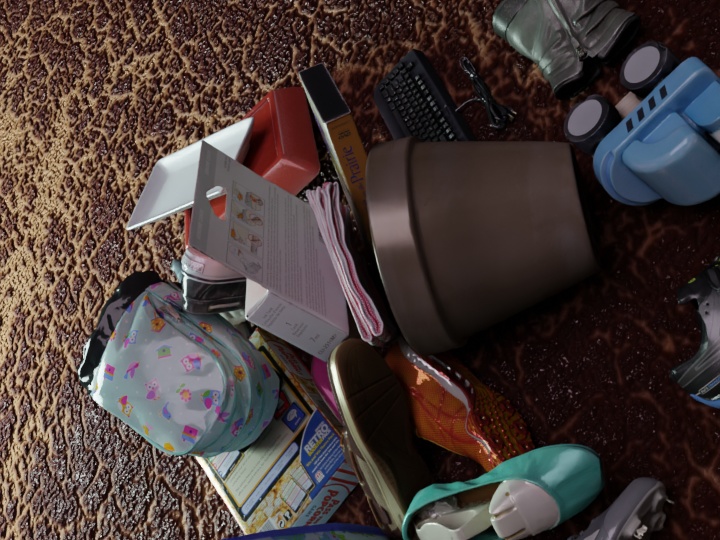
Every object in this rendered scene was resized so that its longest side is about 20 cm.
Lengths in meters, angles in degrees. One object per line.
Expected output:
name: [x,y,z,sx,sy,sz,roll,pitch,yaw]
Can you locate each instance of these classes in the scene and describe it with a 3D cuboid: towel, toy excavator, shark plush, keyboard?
towel: [0.000,0.000,1.005,0.030,0.200,0.147,-21,83,4]
toy excavator: [0.289,-0.108,0.864,0.194,0.100,0.200,-45,37,19]
shark plush: [-0.159,0.025,1.244,0.083,0.091,0.200,-52,26,-15]
keyboard: [0.089,-0.162,1.125,0.127,0.021,0.200,-40,54,20]

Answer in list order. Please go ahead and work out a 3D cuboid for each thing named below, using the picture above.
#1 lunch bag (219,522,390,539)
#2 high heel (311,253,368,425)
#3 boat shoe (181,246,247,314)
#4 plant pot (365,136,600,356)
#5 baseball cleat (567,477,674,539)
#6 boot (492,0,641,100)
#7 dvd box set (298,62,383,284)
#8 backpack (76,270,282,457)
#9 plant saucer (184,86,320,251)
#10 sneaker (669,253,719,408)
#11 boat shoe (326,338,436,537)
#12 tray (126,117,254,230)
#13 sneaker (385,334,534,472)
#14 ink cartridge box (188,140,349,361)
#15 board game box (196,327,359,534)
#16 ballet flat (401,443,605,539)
lunch bag: [-0.032,0.313,0.921,0.127,0.200,0.170,-46,52,14]
high heel: [-0.005,0.074,1.080,0.096,0.067,0.200,-38,56,16]
boat shoe: [-0.115,0.007,1.112,0.072,0.200,0.071,29,110,34]
plant pot: [0.117,-0.039,0.963,0.173,0.200,0.200,-14,64,16]
baseball cleat: [0.167,0.240,0.880,0.106,0.070,0.200,34,95,40]
boot: [0.229,-0.269,1.035,0.200,0.068,0.131,-52,54,20]
dvd box set: [-0.003,-0.085,1.031,0.029,0.200,0.146,-22,30,-1]
backpack: [-0.183,0.109,1.085,0.200,0.127,0.167,31,105,23]
plant saucer: [-0.137,-0.110,1.227,0.200,0.037,0.200,-40,32,19]
sneaker: [0.299,0.009,0.856,0.083,0.071,0.200,17,87,23]
boat shoe: [0.008,0.159,0.988,0.072,0.072,0.200,-14,106,44]
tray: [-0.193,-0.105,1.241,0.200,0.022,0.108,-15,46,46]
sneaker: [0.090,0.137,0.991,0.200,0.073,0.077,46,120,46]
ink cartridge box: [-0.095,-0.022,1.029,0.044,0.173,0.200,-50,24,25]
board game box: [-0.092,0.180,1.118,0.152,0.046,0.200,-51,50,11]
ballet flat: [0.112,0.200,0.884,0.200,0.070,0.067,-27,101,39]
